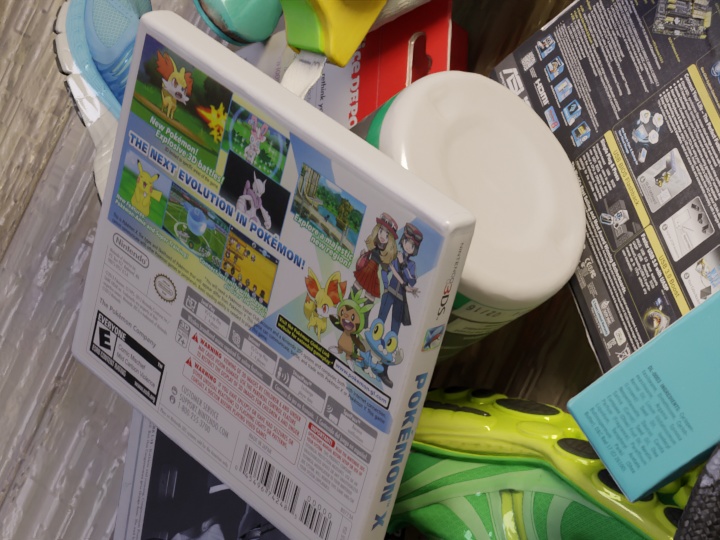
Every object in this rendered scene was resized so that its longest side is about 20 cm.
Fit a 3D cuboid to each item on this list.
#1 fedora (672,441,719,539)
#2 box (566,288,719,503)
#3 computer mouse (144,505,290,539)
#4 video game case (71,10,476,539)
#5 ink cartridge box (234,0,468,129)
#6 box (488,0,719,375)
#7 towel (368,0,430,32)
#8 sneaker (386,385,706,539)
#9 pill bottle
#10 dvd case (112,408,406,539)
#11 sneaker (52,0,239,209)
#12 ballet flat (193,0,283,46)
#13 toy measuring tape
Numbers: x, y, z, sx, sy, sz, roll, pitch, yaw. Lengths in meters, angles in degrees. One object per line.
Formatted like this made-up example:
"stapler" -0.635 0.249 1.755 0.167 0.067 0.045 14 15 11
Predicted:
"fedora" 0.198 0.102 0.846 0.201 0.200 0.092 -57 9 9
"box" 0.180 0.012 0.887 0.200 0.082 0.049 -39 78 28
"computer mouse" -0.067 0.137 1.127 0.200 0.034 0.059 -21 60 39
"video game case" -0.046 0.009 1.001 0.200 0.022 0.183 36 124 34
"ink cartridge box" -0.010 -0.068 1.171 0.200 0.067 0.117 -18 59 40
"box" 0.152 -0.058 1.016 0.161 0.049 0.200 -41 47 27
"towel" 0.063 -0.204 1.136 0.200 0.035 0.193 -30 28 25
"sneaker" 0.085 0.106 1.008 0.200 0.074 0.084 14 111 43
"pill bottle" 0.000 0.000 1.050 0.200 0.113 0.113 -34 50 44
"dvd case" -0.052 0.109 1.167 0.200 0.025 0.151 -10 66 44
"sneaker" -0.095 -0.088 1.181 0.090 0.078 0.200 -31 51 11
"ballet flat" -0.050 -0.189 1.229 0.070 0.067 0.200 -38 21 20
"toy measuring tape" -0.033 -0.122 1.049 0.073 0.074 0.200 21 76 48
